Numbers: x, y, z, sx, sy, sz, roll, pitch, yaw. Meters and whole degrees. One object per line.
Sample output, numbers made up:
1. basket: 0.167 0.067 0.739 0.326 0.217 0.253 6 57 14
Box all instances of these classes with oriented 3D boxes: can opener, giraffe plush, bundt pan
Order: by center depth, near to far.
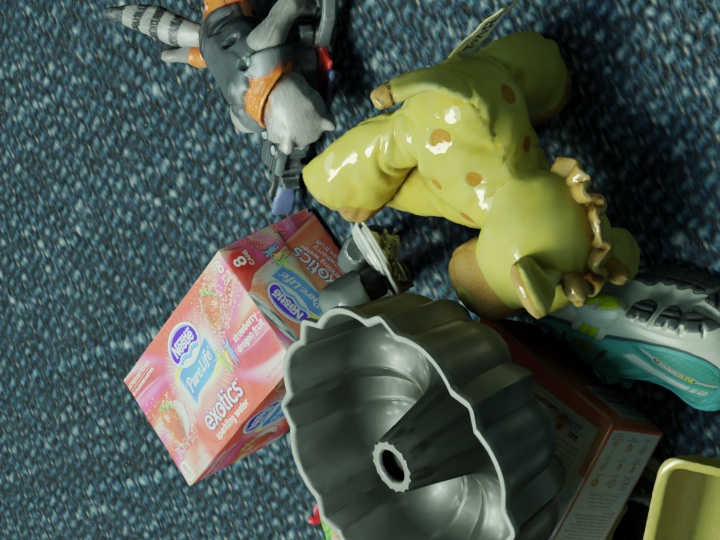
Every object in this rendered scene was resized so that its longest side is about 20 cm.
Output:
1. giraffe plush: 0.086 -0.044 1.265 0.163 0.172 0.200 58 157 7
2. bundt pan: 0.045 0.102 1.279 0.201 0.075 0.203 31 133 39
3. can opener: 0.000 0.000 1.404 0.053 0.066 0.200 61 180 1

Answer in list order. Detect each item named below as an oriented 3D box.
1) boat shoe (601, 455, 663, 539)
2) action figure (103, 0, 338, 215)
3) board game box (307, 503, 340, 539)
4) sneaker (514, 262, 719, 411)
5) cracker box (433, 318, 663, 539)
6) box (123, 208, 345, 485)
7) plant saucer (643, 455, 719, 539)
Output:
1. boat shoe: 0.172 0.157 1.359 0.199 0.065 0.074 8 116 47
2. action figure: -0.086 -0.129 1.477 0.193 0.104 0.201 41 135 41
3. board game box: -0.009 0.215 1.556 0.200 0.039 0.159 -140 45 -62
4. sneaker: 0.145 0.035 1.322 0.199 0.077 0.080 21 133 41
5. cracker box: 0.089 0.149 1.361 0.134 0.057 0.201 41 111 42
6. box: -0.082 0.058 1.573 0.103 0.094 0.200 56 141 12
7. plant saucer: 0.257 0.193 1.243 0.198 0.049 0.201 12 125 8
